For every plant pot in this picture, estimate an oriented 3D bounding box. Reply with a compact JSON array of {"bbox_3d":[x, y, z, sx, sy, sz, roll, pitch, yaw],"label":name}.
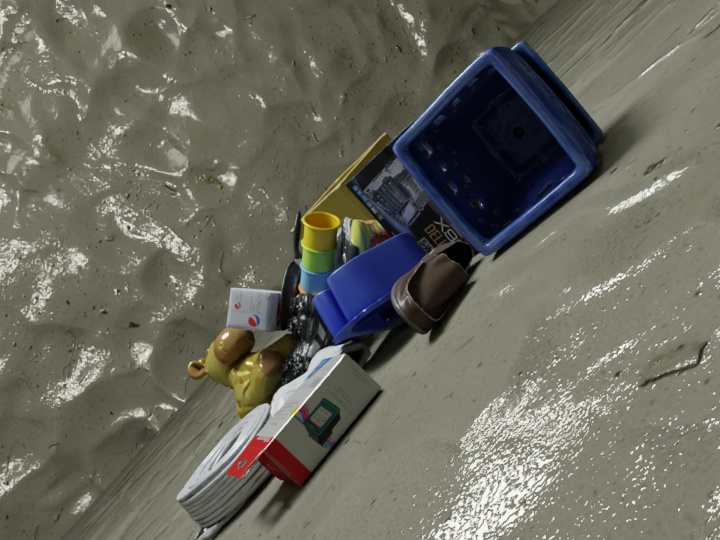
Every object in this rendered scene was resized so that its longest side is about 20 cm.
[{"bbox_3d":[0.194,-0.174,1.209,0.200,0.200,0.180,-41,1,34],"label":"plant pot"},{"bbox_3d":[0.025,-0.102,1.759,0.195,0.200,0.194,-37,11,47],"label":"plant pot"}]

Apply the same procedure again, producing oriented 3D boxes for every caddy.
[{"bbox_3d":[0.029,0.035,1.313,0.200,0.105,0.141,-29,-12,-33],"label":"caddy"}]

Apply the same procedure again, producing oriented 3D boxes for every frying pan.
[{"bbox_3d":[-0.105,0.011,1.500,0.115,0.031,0.191,86,-166,-57],"label":"frying pan"}]

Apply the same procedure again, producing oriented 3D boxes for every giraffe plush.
[{"bbox_3d":[-0.185,0.159,1.502,0.200,0.162,0.172,-59,-24,15],"label":"giraffe plush"}]

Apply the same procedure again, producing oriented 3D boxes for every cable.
[{"bbox_3d":[-0.182,0.284,1.334,0.200,0.069,0.200,-45,7,8],"label":"cable"}]

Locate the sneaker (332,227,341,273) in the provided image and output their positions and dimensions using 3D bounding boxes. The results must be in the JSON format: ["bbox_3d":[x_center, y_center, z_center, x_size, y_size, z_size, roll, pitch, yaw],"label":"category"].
[{"bbox_3d":[-0.058,-0.010,1.532,0.072,0.072,0.200,-52,-21,-37],"label":"sneaker"}]

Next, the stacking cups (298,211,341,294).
[{"bbox_3d":[-0.066,0.012,1.416,0.061,0.060,0.201,-58,-24,-59],"label":"stacking cups"}]

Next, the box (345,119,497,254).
[{"bbox_3d":[0.093,-0.098,1.334,0.050,0.200,0.158,-43,4,-38],"label":"box"}]

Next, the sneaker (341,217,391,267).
[{"bbox_3d":[0.019,-0.046,1.411,0.200,0.090,0.079,-57,-30,-75],"label":"sneaker"}]

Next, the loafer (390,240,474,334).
[{"bbox_3d":[0.099,0.010,1.194,0.071,0.073,0.200,-43,8,33],"label":"loafer"}]

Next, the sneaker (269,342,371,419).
[{"bbox_3d":[-0.056,0.164,1.278,0.087,0.075,0.200,-32,16,46],"label":"sneaker"}]

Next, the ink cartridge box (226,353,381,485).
[{"bbox_3d":[-0.074,0.203,1.155,0.200,0.067,0.116,-49,7,-18],"label":"ink cartridge box"}]

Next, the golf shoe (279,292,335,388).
[{"bbox_3d":[-0.066,0.136,1.387,0.078,0.094,0.201,13,94,62],"label":"golf shoe"}]

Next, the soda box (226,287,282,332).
[{"bbox_3d":[-0.158,0.063,1.481,0.200,0.068,0.064,21,-104,-83],"label":"soda box"}]

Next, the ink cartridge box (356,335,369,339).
[{"bbox_3d":[0.036,0.021,1.535,0.200,0.068,0.115,-49,8,-17],"label":"ink cartridge box"}]
